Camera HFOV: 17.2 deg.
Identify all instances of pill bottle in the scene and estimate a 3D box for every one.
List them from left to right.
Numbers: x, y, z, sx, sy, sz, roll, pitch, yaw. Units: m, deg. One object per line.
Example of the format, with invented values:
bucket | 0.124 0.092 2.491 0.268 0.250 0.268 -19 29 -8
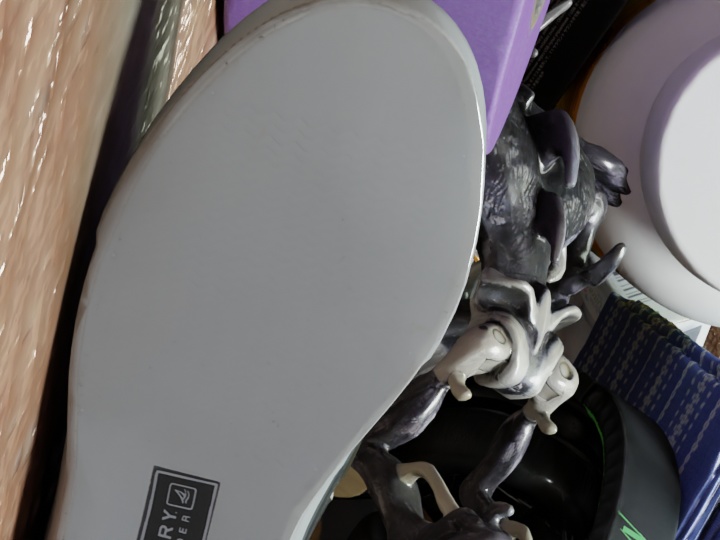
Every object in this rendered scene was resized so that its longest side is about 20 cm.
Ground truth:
pill bottle | 0.119 -0.042 0.779 0.200 0.110 0.112 -110 -142 -82

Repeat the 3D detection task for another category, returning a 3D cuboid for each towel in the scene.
towel | 0.078 0.087 0.770 0.146 0.024 0.200 -61 -171 5

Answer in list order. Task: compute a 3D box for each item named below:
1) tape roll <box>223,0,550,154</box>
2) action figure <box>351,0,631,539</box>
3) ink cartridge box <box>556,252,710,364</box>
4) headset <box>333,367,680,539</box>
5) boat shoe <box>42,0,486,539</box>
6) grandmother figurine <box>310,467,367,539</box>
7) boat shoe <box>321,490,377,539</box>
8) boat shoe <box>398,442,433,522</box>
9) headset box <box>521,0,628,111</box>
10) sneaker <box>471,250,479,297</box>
tape roll | 0.031 -0.132 0.547 0.200 0.065 0.202 19 90 -85
action figure | 0.018 0.014 0.654 0.119 0.101 0.202 33 50 -45
ink cartridge box | 0.064 0.015 0.996 0.201 0.043 0.199 101 -32 -47
headset | 0.041 0.089 0.748 0.124 0.094 0.200 -57 -156 -2
boat shoe | -0.028 0.024 0.485 0.057 0.068 0.201 -80 -169 -62
grandmother figurine | 0.000 0.000 0.801 0.121 0.060 0.201 -41 -162 35
boat shoe | -0.026 0.144 0.902 0.068 0.073 0.201 -95 -175 -62
boat shoe | -0.008 0.122 0.960 0.076 0.073 0.201 -85 -163 -51
headset box | 0.083 -0.165 0.792 0.149 0.077 0.201 -56 -173 37
sneaker | 0.011 0.044 0.976 0.078 0.077 0.201 56 -26 34
